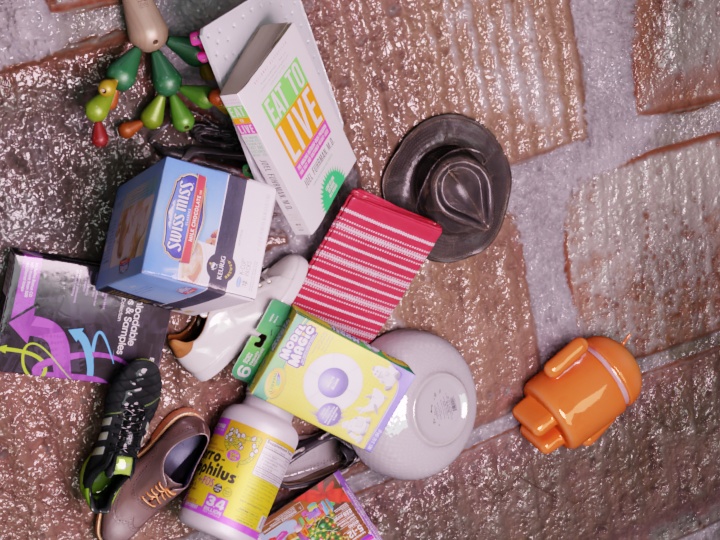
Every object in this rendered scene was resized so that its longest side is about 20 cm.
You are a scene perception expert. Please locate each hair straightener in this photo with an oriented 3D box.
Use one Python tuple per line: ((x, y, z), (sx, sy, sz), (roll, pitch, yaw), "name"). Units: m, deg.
((-0.155, -0.148, 1.452), (0.200, 0.041, 0.077), (10, 79, -20), "hair straightener")

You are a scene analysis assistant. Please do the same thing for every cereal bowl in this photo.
((0.080, 0.178, 1.583), (0.200, 0.083, 0.201), (0, 90, -35), "cereal bowl")

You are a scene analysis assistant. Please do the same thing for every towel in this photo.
((0.000, 0.000, 1.535), (0.144, 0.023, 0.200), (20, 114, -28), "towel")

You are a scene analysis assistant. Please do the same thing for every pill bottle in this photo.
((-0.143, 0.238, 1.506), (0.104, 0.104, 0.200), (31, 72, -28), "pill bottle")

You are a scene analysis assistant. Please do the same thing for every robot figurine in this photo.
((0.312, 0.172, 1.697), (0.200, 0.117, 0.144), (-36, 88, -10), "robot figurine")

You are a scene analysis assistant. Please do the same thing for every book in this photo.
((-0.080, -0.158, 1.362), (0.200, 0.048, 0.134), (62, 40, -37), "book")

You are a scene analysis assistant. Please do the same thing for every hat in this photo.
((0.131, -0.098, 1.559), (0.200, 0.081, 0.201), (-7, 107, -23), "hat")

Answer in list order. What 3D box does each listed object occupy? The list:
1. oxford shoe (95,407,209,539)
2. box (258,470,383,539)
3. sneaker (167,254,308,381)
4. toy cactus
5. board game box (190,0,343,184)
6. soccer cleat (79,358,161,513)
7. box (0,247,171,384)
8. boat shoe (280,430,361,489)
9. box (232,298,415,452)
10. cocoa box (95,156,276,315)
((-0.258, 0.264, 1.494), (0.071, 0.073, 0.200), (34, 90, -28), "oxford shoe")
((-0.074, 0.370, 1.558), (0.200, 0.039, 0.137), (-35, 82, 7), "box")
((-0.152, 0.041, 1.479), (0.200, 0.073, 0.085), (-45, 115, -7), "sneaker")
((-0.230, -0.234, 1.363), (0.200, 0.102, 0.165), (-21, 101, -11), "toy cactus")
((-0.104, -0.215, 1.392), (0.200, 0.026, 0.200), (-48, 125, -49), "board game box")
((-0.282, 0.200, 1.442), (0.067, 0.081, 0.200), (14, 112, -29), "soccer cleat")
((-0.326, 0.059, 1.429), (0.200, 0.036, 0.143), (9, 101, -28), "box")
((-0.031, 0.236, 1.594), (0.200, 0.060, 0.074), (-13, 109, -20), "boat shoe")
((-0.046, 0.126, 1.470), (0.200, 0.048, 0.118), (28, 96, -15), "box")
((-0.200, -0.033, 1.349), (0.131, 0.200, 0.134), (16, 77, -24), "cocoa box")
